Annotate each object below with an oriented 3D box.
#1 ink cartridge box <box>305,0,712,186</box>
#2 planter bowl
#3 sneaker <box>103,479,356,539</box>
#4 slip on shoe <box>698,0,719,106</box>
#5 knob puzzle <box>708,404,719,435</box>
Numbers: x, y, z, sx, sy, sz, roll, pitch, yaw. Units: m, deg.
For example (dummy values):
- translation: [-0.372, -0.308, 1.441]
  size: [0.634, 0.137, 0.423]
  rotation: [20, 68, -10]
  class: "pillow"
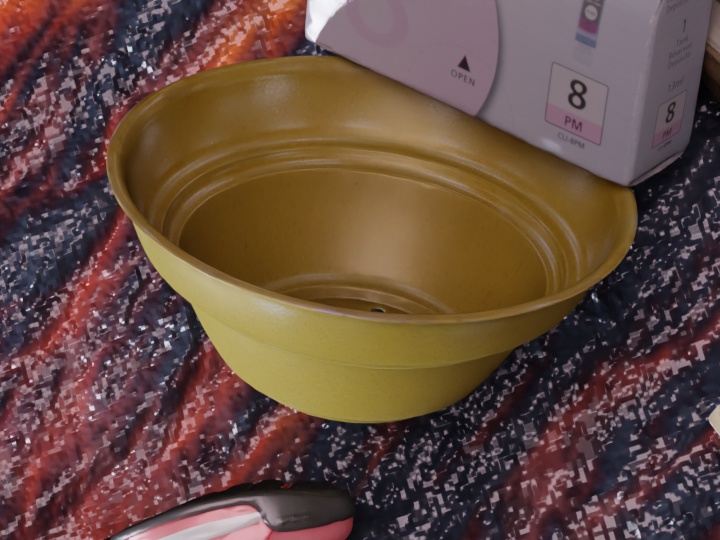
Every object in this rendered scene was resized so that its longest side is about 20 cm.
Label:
- translation: [0.059, -0.151, 1.068]
  size: [0.162, 0.201, 0.057]
  rotation: [27, 42, 30]
  class: "ink cartridge box"
- translation: [0.000, 0.000, 1.081]
  size: [0.199, 0.201, 0.084]
  rotation: [16, 121, 14]
  class: "planter bowl"
- translation: [-0.085, 0.144, 1.105]
  size: [0.199, 0.074, 0.087]
  rotation: [-24, 87, 9]
  class: "sneaker"
- translation: [0.178, -0.023, 1.085]
  size: [0.061, 0.076, 0.200]
  rotation: [-44, 79, 11]
  class: "slip on shoe"
- translation: [0.249, 0.064, 1.004]
  size: [0.218, 0.030, 0.221]
  rotation: [-1, 86, 17]
  class: "knob puzzle"
